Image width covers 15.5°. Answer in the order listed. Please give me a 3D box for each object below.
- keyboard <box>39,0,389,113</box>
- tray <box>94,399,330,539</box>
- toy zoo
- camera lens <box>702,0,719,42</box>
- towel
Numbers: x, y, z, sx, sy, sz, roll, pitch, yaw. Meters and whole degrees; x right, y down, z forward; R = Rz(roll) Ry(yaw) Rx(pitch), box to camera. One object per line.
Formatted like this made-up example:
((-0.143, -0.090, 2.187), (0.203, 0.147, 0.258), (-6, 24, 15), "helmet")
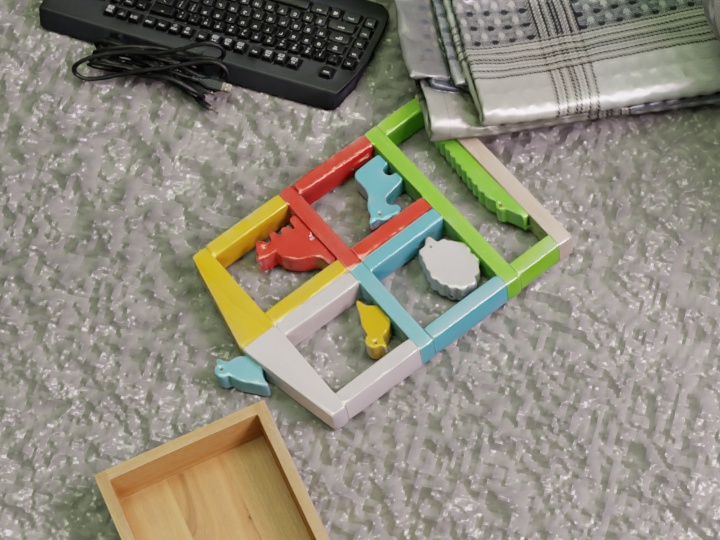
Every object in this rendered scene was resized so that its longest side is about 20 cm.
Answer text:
((-0.091, -0.146, 1.546), (0.200, 0.040, 0.104), (16, 64, 16), "keyboard")
((-0.054, 0.174, 1.371), (0.099, 0.037, 0.200), (-24, 62, -6), "tray")
((0.000, 0.000, 1.466), (0.200, 0.020, 0.131), (-36, 64, -13), "toy zoo")
((0.287, -0.132, 1.404), (0.160, 0.160, 0.200), (-26, 46, -7), "camera lens")
((0.114, -0.167, 1.523), (0.200, 0.035, 0.193), (-9, 61, -6), "towel")
